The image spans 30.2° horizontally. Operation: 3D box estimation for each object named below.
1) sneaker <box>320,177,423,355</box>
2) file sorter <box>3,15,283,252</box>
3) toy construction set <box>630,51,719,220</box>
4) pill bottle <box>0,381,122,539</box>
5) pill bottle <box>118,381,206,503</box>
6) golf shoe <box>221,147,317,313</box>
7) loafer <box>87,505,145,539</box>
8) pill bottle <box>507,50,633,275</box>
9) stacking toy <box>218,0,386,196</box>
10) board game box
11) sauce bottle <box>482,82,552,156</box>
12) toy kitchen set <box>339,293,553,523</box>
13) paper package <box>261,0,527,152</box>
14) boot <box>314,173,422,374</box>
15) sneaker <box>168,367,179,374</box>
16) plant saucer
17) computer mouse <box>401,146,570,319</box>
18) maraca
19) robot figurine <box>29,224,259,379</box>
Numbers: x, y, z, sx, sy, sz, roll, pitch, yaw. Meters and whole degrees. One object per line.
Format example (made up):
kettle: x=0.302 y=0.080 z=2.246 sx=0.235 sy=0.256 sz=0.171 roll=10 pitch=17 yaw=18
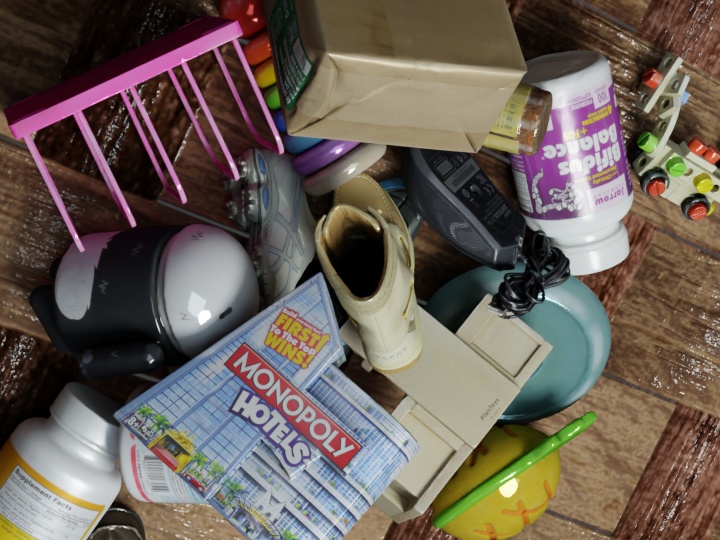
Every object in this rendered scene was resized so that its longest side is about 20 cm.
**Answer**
sneaker: x=0.000 y=0.000 z=1.286 sx=0.200 sy=0.073 sz=0.082 roll=-55 pitch=152 yaw=-8
file sorter: x=-0.182 y=-0.118 z=1.135 sx=0.200 sy=0.139 sz=0.126 roll=-27 pitch=108 yaw=-9
toy construction set: x=0.349 y=-0.123 z=1.344 sx=0.200 sy=0.092 sz=0.131 roll=33 pitch=118 yaw=-16
pill bottle: x=-0.289 y=0.205 z=1.217 sx=0.111 sy=0.111 sz=0.200 roll=34 pitch=93 yaw=-24
pill bottle: x=-0.103 y=0.152 z=1.174 sx=0.200 sy=0.109 sz=0.109 roll=0 pitch=109 yaw=14
golf shoe: x=-0.069 y=-0.012 z=1.228 sx=0.097 sy=0.078 sz=0.201 roll=-1 pitch=89 yaw=-30
loafer: x=-0.243 y=0.326 z=1.289 sx=0.073 sy=0.071 sz=0.200 roll=4 pitch=105 yaw=-20
pill bottle: x=0.202 y=-0.102 z=1.290 sx=0.112 sy=0.112 sz=0.200 roll=-20 pitch=111 yaw=-12
stacking toy: x=-0.063 y=-0.169 z=1.192 sx=0.085 sy=0.085 sz=0.200 roll=-35 pitch=100 yaw=-6
board game box: x=-0.058 y=0.113 z=1.087 sx=0.200 sy=0.062 sz=0.200 roll=39 pitch=79 yaw=12
sauce bottle: x=0.072 y=-0.157 z=1.211 sx=0.200 sy=0.066 sz=0.066 roll=17 pitch=102 yaw=12
toy kitchen set: x=0.047 y=0.112 z=1.296 sx=0.163 sy=0.180 sz=0.200 roll=40 pitch=76 yaw=4
paper package: x=0.021 y=-0.211 z=1.119 sx=0.190 sy=0.200 sz=0.104 roll=2 pitch=145 yaw=-22
boot: x=0.001 y=-0.027 z=1.161 sx=0.073 sy=0.200 sz=0.156 roll=-13 pitch=151 yaw=7
sneaker: x=-0.092 y=0.143 z=1.283 sx=0.105 sy=0.075 sz=0.200 roll=-31 pitch=109 yaw=-2
plant saucer: x=0.151 y=0.081 z=1.330 sx=0.200 sy=0.027 sz=0.200 roll=0 pitch=124 yaw=1
computer mouse: x=0.100 y=-0.044 z=1.240 sx=0.200 sy=0.138 sz=0.053 roll=51 pitch=126 yaw=3
maraca: x=0.154 y=0.204 z=1.350 sx=0.200 sy=0.137 sz=0.107 roll=-39 pitch=80 yaw=21
robot figurine: x=-0.185 y=0.026 z=1.164 sx=0.200 sy=0.125 sz=0.151 roll=-5 pitch=76 yaw=23
